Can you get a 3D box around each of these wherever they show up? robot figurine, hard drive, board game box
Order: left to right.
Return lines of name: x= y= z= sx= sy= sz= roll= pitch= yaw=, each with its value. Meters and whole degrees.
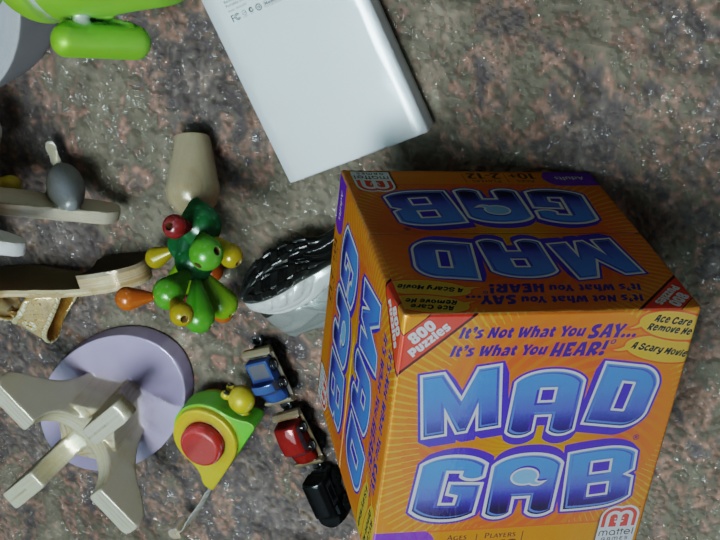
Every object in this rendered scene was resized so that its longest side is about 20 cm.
robot figurine: x=-0.194 y=-0.246 z=0.886 sx=0.198 sy=0.116 sz=0.177 roll=-4 pitch=90 yaw=22
hard drive: x=-0.041 y=-0.180 z=0.938 sx=0.131 sy=0.027 sz=0.201 roll=-17 pitch=108 yaw=28
board game box: x=0.090 y=0.061 z=0.865 sx=0.198 sy=0.200 sz=0.201 roll=-1 pitch=121 yaw=-13

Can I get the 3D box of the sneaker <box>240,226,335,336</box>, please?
sneaker: x=0.000 y=0.000 z=0.998 sx=0.199 sy=0.074 sz=0.079 roll=-20 pitch=132 yaw=25

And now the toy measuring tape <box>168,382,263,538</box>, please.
toy measuring tape: x=-0.156 y=0.173 z=1.141 sx=0.073 sy=0.074 sz=0.200 roll=35 pitch=123 yaw=1

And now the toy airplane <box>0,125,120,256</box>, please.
toy airplane: x=-0.333 y=-0.070 z=1.016 sx=0.198 sy=0.200 sz=0.142 roll=7 pitch=88 yaw=26

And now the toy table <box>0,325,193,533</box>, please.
toy table: x=-0.253 y=0.149 z=1.138 sx=0.183 sy=0.117 sz=0.200 roll=38 pitch=122 yaw=-1

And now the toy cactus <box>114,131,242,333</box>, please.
toy cactus: x=-0.147 y=-0.030 z=1.003 sx=0.101 sy=0.200 sz=0.167 roll=-2 pitch=82 yaw=-4

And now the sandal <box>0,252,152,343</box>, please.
sandal: x=-0.285 y=0.034 z=1.114 sx=0.210 sy=0.078 sz=0.070 roll=-6 pitch=108 yaw=19

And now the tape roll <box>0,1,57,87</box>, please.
tape roll: x=-0.352 y=-0.242 z=1.004 sx=0.199 sy=0.066 sz=0.202 roll=9 pitch=118 yaw=17

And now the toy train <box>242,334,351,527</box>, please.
toy train: x=-0.059 y=0.151 z=1.103 sx=0.034 sy=0.046 sz=0.201 roll=-14 pitch=110 yaw=27
